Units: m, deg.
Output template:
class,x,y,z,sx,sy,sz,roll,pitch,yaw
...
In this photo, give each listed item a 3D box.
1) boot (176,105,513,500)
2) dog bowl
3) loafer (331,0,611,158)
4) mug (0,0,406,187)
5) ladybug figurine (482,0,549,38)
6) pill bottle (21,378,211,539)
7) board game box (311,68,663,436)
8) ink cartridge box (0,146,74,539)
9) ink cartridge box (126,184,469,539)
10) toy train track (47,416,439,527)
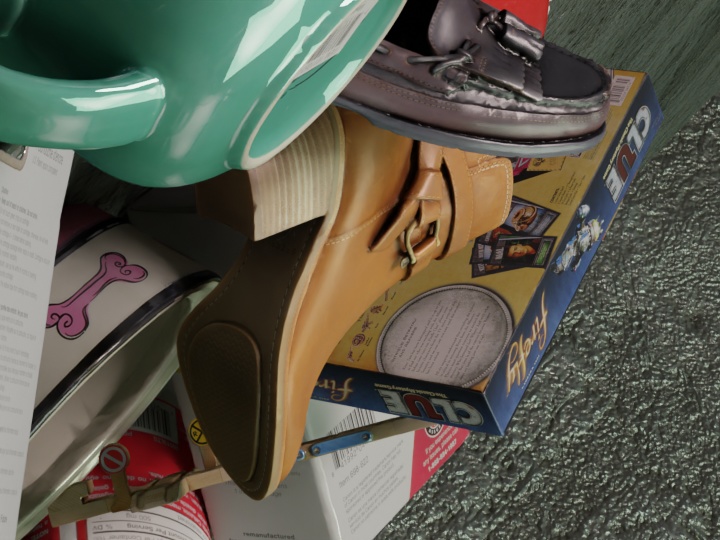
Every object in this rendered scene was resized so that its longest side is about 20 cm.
class,x,y,z,sx,sy,sz,roll,pitch,yaw
boot,0.000,0.000,1.282,0.154,0.074,0.201,-21,132,-35
dog bowl,-0.156,0.054,1.322,0.200,0.074,0.200,-47,173,-7
loafer,0.014,-0.095,1.147,0.072,0.198,0.063,-102,-153,-56
mug,-0.062,-0.091,0.934,0.185,0.114,0.152,-48,173,-13
ladybug figurine,0.022,-0.110,1.350,0.199,0.072,0.135,-18,170,-47
pill bottle,-0.130,0.153,1.462,0.112,0.112,0.201,-53,-147,39
board game box,0.046,-0.019,1.376,0.201,0.135,0.035,-60,143,-30
ink cartridge box,-0.157,0.023,1.053,0.198,0.047,0.202,38,56,-80
ink cartridge box,-0.029,0.029,1.470,0.083,0.201,0.145,1,-155,33
toy train track,-0.055,0.082,1.367,0.198,0.033,0.115,-15,-179,3
